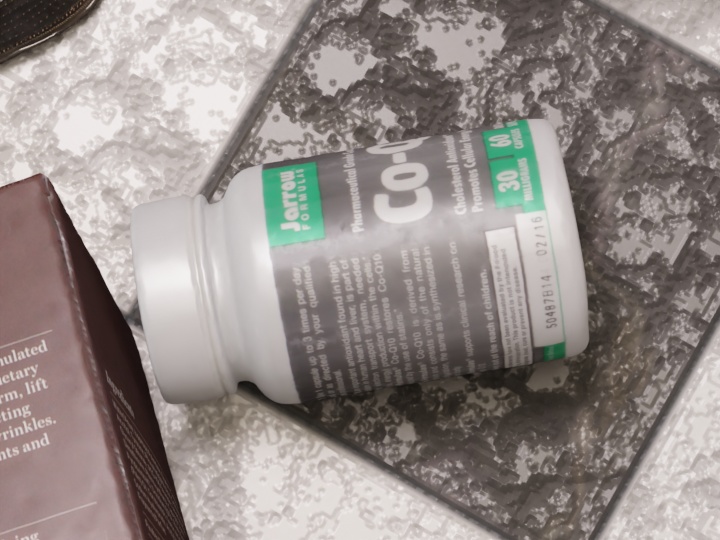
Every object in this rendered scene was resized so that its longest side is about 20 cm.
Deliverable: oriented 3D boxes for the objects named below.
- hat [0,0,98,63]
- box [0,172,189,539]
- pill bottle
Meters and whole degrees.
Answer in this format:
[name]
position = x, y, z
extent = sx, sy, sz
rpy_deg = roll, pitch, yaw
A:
[hat]
position = -0.208, -0.200, 1.164
extent = 0.200, 0.081, 0.201
rpy_deg = -1, 82, 4
[box]
position = -0.172, 0.100, 1.054
extent = 0.165, 0.164, 0.200
rpy_deg = -18, 62, 1
[pill bottle]
position = 0.000, 0.000, 1.112
extent = 0.199, 0.113, 0.114
rpy_deg = -10, 82, 1
